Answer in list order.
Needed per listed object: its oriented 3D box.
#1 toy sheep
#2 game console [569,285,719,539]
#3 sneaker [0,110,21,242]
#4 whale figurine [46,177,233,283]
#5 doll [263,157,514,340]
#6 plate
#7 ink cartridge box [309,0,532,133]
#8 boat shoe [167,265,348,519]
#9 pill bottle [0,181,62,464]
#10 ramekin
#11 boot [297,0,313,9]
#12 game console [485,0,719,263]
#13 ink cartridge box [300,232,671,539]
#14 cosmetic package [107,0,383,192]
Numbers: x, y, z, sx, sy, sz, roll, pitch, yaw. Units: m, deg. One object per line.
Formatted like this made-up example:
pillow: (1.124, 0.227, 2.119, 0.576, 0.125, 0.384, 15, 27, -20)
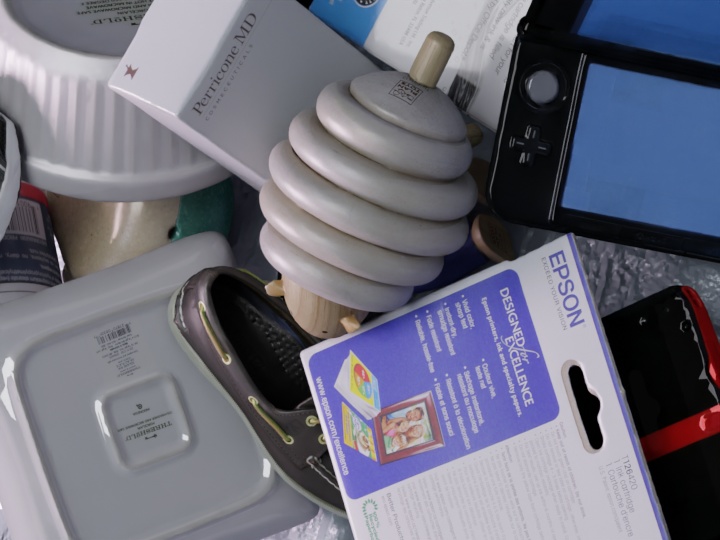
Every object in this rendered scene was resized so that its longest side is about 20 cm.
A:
toy sheep: (0.008, -0.050, 1.601, 0.138, 0.138, 0.200, 30, 110, 32)
game console: (0.141, 0.124, 1.601, 0.200, 0.031, 0.177, -26, 73, 28)
sneaker: (-0.279, -0.021, 1.680, 0.080, 0.086, 0.200, 27, 100, 37)
whale figurine: (-0.155, -0.056, 1.838, 0.200, 0.104, 0.160, 34, 112, 55)
doll: (0.000, 0.000, 1.745, 0.200, 0.048, 0.137, -22, 68, 28)
plate: (-0.139, 0.095, 1.719, 0.032, 0.199, 0.200, -15, 95, 69)
ink cartridge box: (0.094, -0.167, 1.663, 0.200, 0.084, 0.145, 34, 103, 16)
boat shoe: (-0.038, 0.079, 1.700, 0.201, 0.061, 0.072, 45, 67, -5)
pill bottle: (-0.247, 0.043, 1.777, 0.119, 0.119, 0.201, -22, 69, 28)
ramekin: (-0.150, -0.139, 1.736, 0.202, 0.202, 0.094, 32, 135, 31)
boot: (-0.033, -0.219, 1.800, 0.200, 0.074, 0.076, -31, 36, 32)
game console: (0.187, -0.094, 1.541, 0.199, 0.116, 0.176, 11, 93, -6)
ink cartridge box: (0.078, 0.106, 1.600, 0.200, 0.047, 0.198, -23, 74, 26)
cosmetic package: (-0.049, -0.103, 1.663, 0.071, 0.200, 0.102, 27, 86, 42)
